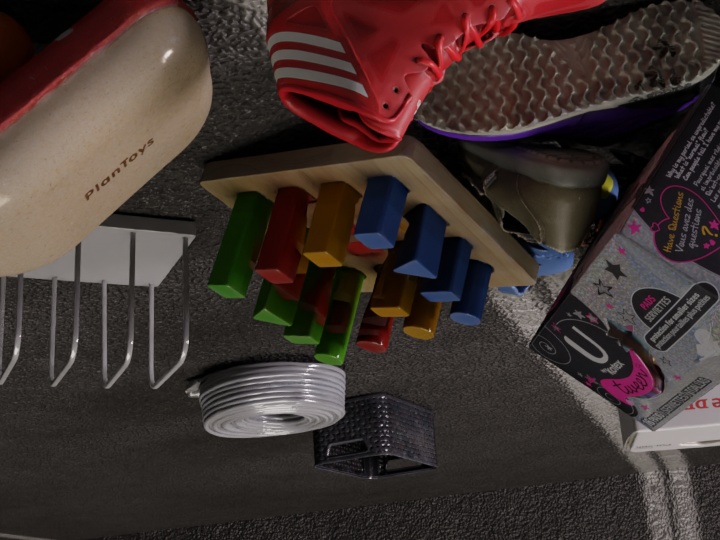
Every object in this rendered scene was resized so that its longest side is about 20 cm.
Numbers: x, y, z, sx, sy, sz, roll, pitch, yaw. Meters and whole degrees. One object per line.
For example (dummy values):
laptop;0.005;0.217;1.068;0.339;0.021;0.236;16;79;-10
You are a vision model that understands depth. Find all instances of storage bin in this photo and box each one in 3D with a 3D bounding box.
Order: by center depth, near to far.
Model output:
storage bin;0.024;0.261;1.702;0.134;0.095;0.200;-14;159;25

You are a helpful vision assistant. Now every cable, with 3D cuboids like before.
cable;-0.116;0.172;1.454;0.199;0.070;0.200;8;157;-32

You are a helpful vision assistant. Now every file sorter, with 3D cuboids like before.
file sorter;-0.255;0.030;0.945;0.198;0.126;0.139;4;159;-24

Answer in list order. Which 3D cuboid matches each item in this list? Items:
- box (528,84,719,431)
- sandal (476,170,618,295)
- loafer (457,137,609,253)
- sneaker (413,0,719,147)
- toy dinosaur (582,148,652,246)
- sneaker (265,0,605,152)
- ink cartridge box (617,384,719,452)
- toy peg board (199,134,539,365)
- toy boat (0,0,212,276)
box;0.208;0.001;0.719;0.114;0.132;0.200;34;157;9
sandal;0.145;-0.033;0.886;0.087;0.080;0.200;41;154;-12
loafer;0.111;-0.056;0.762;0.074;0.070;0.200;3;-169;-8
sneaker;0.132;-0.110;0.711;0.198;0.070;0.100;-7;163;9
toy dinosaur;0.246;-0.056;0.895;0.199;0.103;0.136;-32;172;25
sneaker;0.047;-0.119;0.597;0.198;0.117;0.078;-6;161;5
ink cartridge box;0.309;0.058;1.024;0.145;0.202;0.083;-6;159;5
toy peg board;0.000;0.000;0.834;0.198;0.099;0.200;-2;153;37
toy boat;-0.187;-0.095;0.619;0.200;0.131;0.131;-44;169;-17
